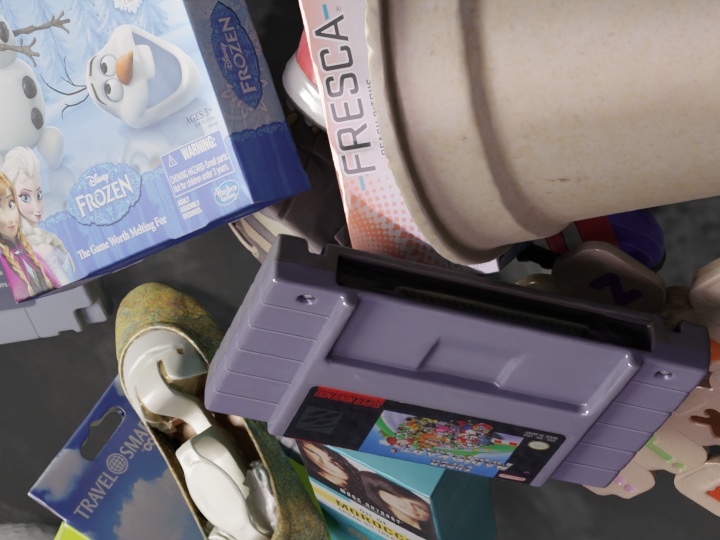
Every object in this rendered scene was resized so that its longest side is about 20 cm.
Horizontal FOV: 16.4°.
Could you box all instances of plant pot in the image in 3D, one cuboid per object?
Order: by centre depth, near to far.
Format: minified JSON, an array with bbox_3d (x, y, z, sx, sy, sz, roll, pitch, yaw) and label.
[{"bbox_3d":[0.124,-0.103,0.995,0.183,0.201,0.201,-1,125,24],"label":"plant pot"}]

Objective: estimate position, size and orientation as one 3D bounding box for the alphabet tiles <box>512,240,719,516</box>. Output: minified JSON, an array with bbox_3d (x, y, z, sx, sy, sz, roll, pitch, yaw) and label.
[{"bbox_3d":[0.148,0.054,1.186,0.195,0.015,0.200,33,142,-20],"label":"alphabet tiles"}]

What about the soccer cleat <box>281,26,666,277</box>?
[{"bbox_3d":[0.060,-0.065,1.157,0.200,0.068,0.073,32,121,7],"label":"soccer cleat"}]

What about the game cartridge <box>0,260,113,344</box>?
[{"bbox_3d":[-0.252,-0.013,1.410,0.200,0.042,0.133,-8,121,18],"label":"game cartridge"}]

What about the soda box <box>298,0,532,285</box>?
[{"bbox_3d":[0.019,-0.094,1.099,0.068,0.064,0.200,-9,100,20],"label":"soda box"}]

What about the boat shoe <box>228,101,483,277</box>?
[{"bbox_3d":[0.000,0.000,1.261,0.200,0.074,0.073,52,155,-9],"label":"boat shoe"}]

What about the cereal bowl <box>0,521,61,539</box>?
[{"bbox_3d":[-0.180,0.234,1.579,0.200,0.083,0.200,20,134,22],"label":"cereal bowl"}]

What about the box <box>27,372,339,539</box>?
[{"bbox_3d":[-0.076,0.148,1.382,0.200,0.122,0.048,34,140,1],"label":"box"}]

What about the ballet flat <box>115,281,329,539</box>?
[{"bbox_3d":[-0.085,0.085,1.338,0.200,0.071,0.071,58,144,22],"label":"ballet flat"}]

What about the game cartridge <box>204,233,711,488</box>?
[{"bbox_3d":[0.040,0.047,1.122,0.200,0.038,0.130,12,143,-12],"label":"game cartridge"}]

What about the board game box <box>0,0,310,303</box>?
[{"bbox_3d":[-0.132,-0.103,1.229,0.200,0.043,0.199,-21,87,46],"label":"board game box"}]

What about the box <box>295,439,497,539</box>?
[{"bbox_3d":[0.020,0.109,1.284,0.082,0.049,0.200,27,163,16],"label":"box"}]

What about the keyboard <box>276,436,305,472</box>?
[{"bbox_3d":[-0.034,0.097,1.404,0.056,0.011,0.200,36,139,6],"label":"keyboard"}]
